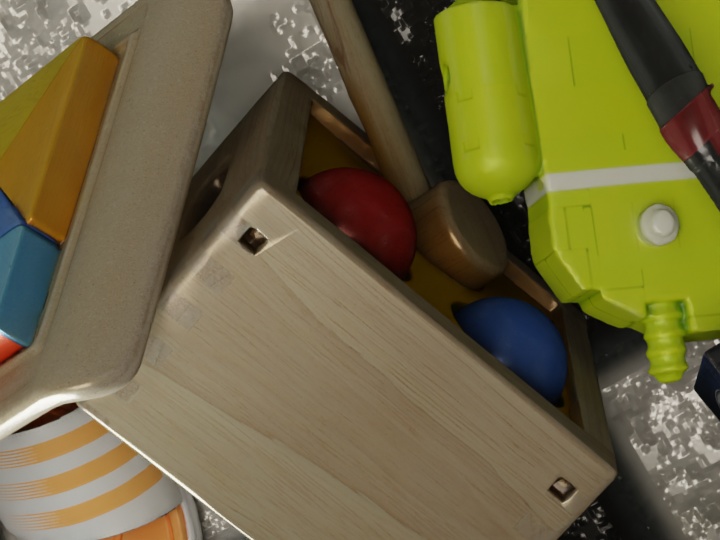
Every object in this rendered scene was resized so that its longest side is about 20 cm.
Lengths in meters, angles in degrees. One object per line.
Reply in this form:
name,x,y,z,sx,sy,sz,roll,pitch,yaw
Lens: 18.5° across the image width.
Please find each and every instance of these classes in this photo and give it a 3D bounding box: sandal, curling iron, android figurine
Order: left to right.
sandal,-0.135,0.052,0.896,0.079,0.059,0.207,-22,93,16
android figurine,0.118,-0.060,0.793,0.181,0.041,0.201,-3,79,-11
curling iron,0.120,-0.057,0.746,0.050,0.026,0.200,-38,68,11

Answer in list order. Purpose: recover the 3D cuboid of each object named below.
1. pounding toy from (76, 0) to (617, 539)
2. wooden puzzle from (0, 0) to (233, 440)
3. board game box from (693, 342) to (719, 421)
pounding toy,0.000,0.000,0.809,0.184,0.200,0.142,39,106,-11
wooden puzzle,-0.138,-0.005,0.788,0.200,0.185,0.037,-25,130,38
board game box,0.223,0.074,0.720,0.135,0.035,0.200,-32,68,-12
